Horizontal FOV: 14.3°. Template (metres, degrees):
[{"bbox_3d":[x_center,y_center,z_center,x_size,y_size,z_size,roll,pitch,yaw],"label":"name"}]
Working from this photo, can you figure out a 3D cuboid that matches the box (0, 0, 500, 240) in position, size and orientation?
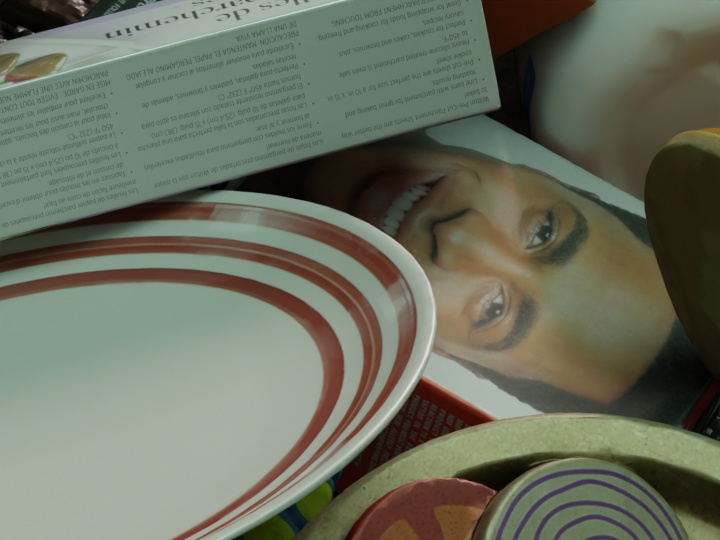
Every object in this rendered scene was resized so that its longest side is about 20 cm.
[{"bbox_3d":[-0.067,-0.038,0.712,0.199,0.042,0.039,-16,23,-5],"label":"box"}]

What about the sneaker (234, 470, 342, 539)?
[{"bbox_3d":[-0.099,0.067,0.690,0.199,0.071,0.083,-25,25,-23],"label":"sneaker"}]

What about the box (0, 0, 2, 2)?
[{"bbox_3d":[-0.198,-0.057,0.700,0.200,0.049,0.161,10,44,35],"label":"box"}]

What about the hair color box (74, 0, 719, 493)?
[{"bbox_3d":[0.000,0.000,0.775,0.200,0.061,0.102,29,47,10],"label":"hair color box"}]

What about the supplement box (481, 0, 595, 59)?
[{"bbox_3d":[0.028,-0.159,0.810,0.069,0.066,0.201,23,58,-29],"label":"supplement box"}]

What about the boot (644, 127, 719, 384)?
[{"bbox_3d":[0.164,-0.005,0.742,0.144,0.201,0.071,-50,33,-19],"label":"boot"}]

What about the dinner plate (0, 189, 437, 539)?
[{"bbox_3d":[-0.079,0.034,0.637,0.200,0.024,0.200,-11,24,5],"label":"dinner plate"}]

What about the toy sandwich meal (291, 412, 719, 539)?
[{"bbox_3d":[0.063,0.120,0.641,0.205,0.070,0.206,3,70,-8],"label":"toy sandwich meal"}]

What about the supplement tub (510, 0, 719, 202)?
[{"bbox_3d":[0.101,-0.109,0.855,0.132,0.132,0.200,3,49,-13],"label":"supplement tub"}]

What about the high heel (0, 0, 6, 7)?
[{"bbox_3d":[-0.158,-0.033,0.749,0.200,0.067,0.096,-24,49,-26],"label":"high heel"}]
